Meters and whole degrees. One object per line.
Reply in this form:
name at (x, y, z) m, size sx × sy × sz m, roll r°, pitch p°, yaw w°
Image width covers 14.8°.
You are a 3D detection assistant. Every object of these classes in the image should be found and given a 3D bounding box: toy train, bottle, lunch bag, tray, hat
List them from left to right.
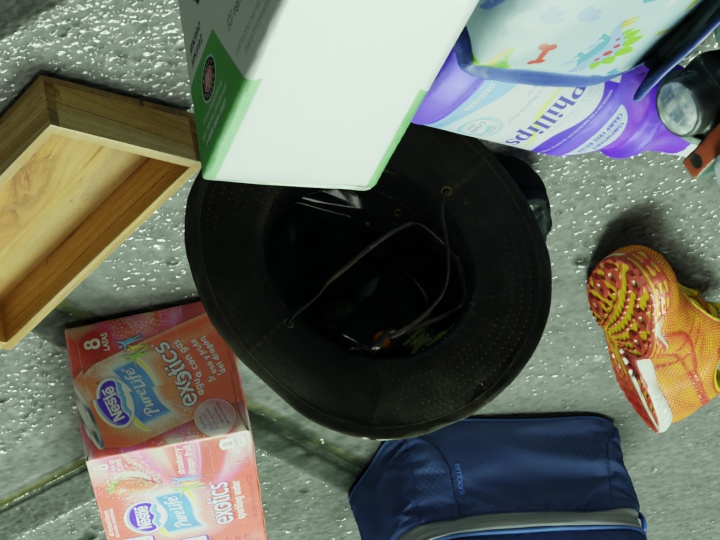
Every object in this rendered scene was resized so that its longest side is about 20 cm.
tray at (-0.181, -0.028, 1.498) m, size 0.098 × 0.037 × 0.200 m, roll 13°, pitch 140°, yaw -37°
hat at (0.000, 0.000, 1.486) m, size 0.199 × 0.202 × 0.081 m, roll -7°, pitch 166°, yaw -11°
lunch bag at (0.103, 0.188, 1.882) m, size 0.199 × 0.133 × 0.136 m, roll -1°, pitch 148°, yaw -20°
bottle at (0.105, -0.100, 1.462) m, size 0.199 × 0.066 × 0.083 m, roll 12°, pitch 143°, yaw -37°
lunch bag at (0.145, -0.171, 1.312) m, size 0.199 × 0.128 × 0.170 m, roll -1°, pitch 148°, yaw -45°
toy train at (0.243, -0.086, 1.457) m, size 0.199 × 0.114 × 0.085 m, roll -19°, pitch 158°, yaw -41°

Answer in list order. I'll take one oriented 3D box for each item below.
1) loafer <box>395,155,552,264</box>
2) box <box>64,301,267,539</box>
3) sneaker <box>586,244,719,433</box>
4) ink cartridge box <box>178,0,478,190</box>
loafer at (0.013, -0.006, 1.575) m, size 0.200 × 0.068 × 0.071 m, roll -15°, pitch 136°, yaw -5°
box at (-0.117, 0.112, 1.701) m, size 0.102 × 0.095 × 0.200 m, roll -11°, pitch 150°, yaw -4°
sneaker at (0.190, 0.029, 1.734) m, size 0.077 × 0.073 × 0.200 m, roll -35°, pitch 154°, yaw -6°
ink cartridge box at (-0.025, -0.157, 1.180) m, size 0.084 × 0.201 × 0.146 m, roll 2°, pitch 147°, yaw -19°
